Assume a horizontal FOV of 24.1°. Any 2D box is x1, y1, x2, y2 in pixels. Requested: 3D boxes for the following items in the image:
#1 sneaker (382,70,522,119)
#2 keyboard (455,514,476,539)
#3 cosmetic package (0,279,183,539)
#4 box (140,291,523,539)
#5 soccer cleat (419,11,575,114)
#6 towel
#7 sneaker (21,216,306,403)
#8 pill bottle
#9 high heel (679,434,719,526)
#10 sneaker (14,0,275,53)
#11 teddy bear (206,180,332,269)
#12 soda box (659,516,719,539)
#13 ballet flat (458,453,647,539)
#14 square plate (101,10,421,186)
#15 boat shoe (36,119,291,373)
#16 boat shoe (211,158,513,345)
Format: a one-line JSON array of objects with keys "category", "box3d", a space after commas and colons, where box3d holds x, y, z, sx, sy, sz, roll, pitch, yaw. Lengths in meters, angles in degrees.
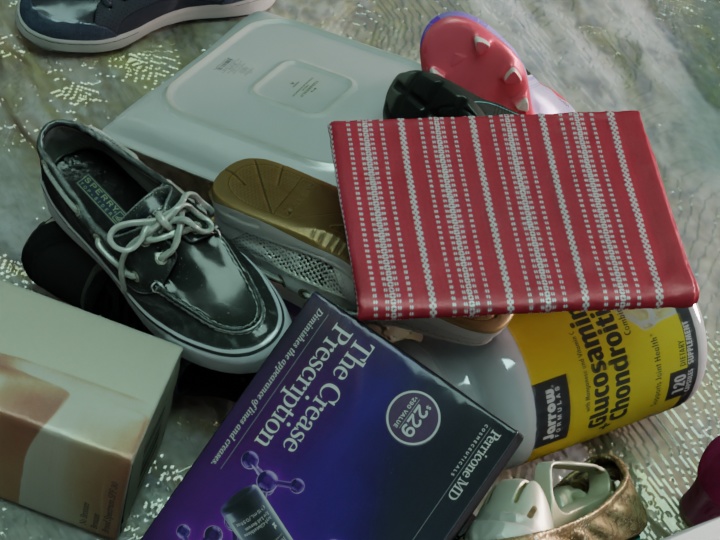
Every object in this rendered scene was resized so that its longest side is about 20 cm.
[{"category": "sneaker", "box3d": [0.100, -0.061, 1.074, 0.200, 0.075, 0.079, 40, 33, 20]}, {"category": "keyboard", "box3d": [0.038, 0.171, 1.012, 0.104, 0.040, 0.200, -34, 68, -31]}, {"category": "cosmetic package", "box3d": [-0.215, 0.068, 0.984, 0.200, 0.103, 0.087, 20, 53, 2]}, {"category": "box", "box3d": [-0.022, 0.134, 0.944, 0.141, 0.079, 0.200, 34, 88, 8]}, {"category": "soccer cleat", "box3d": [0.103, -0.114, 1.159, 0.200, 0.067, 0.077, 40, 25, -35]}, {"category": "towel", "box3d": [0.087, -0.032, 0.975, 0.200, 0.022, 0.145, -2, 53, -10]}, {"category": "sneaker", "box3d": [-0.120, 0.028, 1.037, 0.200, 0.076, 0.088, 19, 38, 1]}, {"category": "pill bottle", "box3d": [0.108, 0.060, 1.060, 0.200, 0.112, 0.112, -17, 62, -23]}, {"category": "high heel", "box3d": [0.307, 0.130, 1.068, 0.200, 0.096, 0.067, -5, 57, -16]}, {"category": "sneaker", "box3d": [-0.144, -0.232, 1.181, 0.202, 0.146, 0.077, -18, 64, -22]}, {"category": "teddy bear", "box3d": [-0.005, -0.035, 1.113, 0.200, 0.067, 0.145, 15, 33, 1]}, {"category": "soda box", "box3d": [0.141, 0.208, 0.977, 0.200, 0.064, 0.068, -17, 77, -28]}, {"category": "ballet flat", "box3d": [0.102, 0.148, 0.985, 0.200, 0.070, 0.065, -11, 91, -56]}, {"category": "square plate", "box3d": [-0.041, -0.113, 1.145, 0.198, 0.028, 0.200, 22, 40, 19]}, {"category": "boat shoe", "box3d": [-0.118, -0.020, 0.992, 0.074, 0.068, 0.199, -36, 65, -17]}, {"category": "boat shoe", "box3d": [0.000, 0.000, 1.020, 0.200, 0.069, 0.071, 27, 45, 18]}]
